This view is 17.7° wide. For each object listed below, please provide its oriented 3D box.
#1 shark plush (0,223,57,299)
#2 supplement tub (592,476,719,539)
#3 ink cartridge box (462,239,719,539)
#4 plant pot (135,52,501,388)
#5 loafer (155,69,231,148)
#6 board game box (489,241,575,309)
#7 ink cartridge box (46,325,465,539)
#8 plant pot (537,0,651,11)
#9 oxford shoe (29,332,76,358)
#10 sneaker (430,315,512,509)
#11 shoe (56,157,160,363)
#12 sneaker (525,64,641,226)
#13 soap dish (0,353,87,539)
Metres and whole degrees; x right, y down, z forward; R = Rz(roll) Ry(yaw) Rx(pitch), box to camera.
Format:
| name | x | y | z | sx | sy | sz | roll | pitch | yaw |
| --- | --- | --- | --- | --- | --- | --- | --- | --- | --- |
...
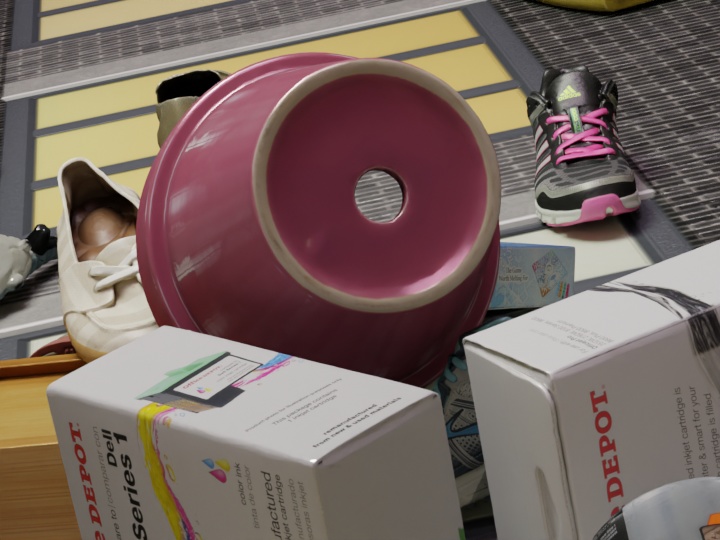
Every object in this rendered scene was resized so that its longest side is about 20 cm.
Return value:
| name | x | y | z | sx | sy | sz | roll | pitch | yaw |
| --- | --- | --- | --- | --- | --- | --- | --- | --- | --- |
| shark plush | -0.290 | -0.002 | 1.672 | 0.083 | 0.091 | 0.200 | -34 | 4 | 44 |
| supplement tub | 0.147 | 0.171 | 0.877 | 0.122 | 0.123 | 0.200 | -10 | 20 | 3 |
| ink cartridge box | 0.160 | 0.074 | 1.100 | 0.199 | 0.145 | 0.084 | -19 | 20 | -24 |
| plant pot | -0.010 | -0.028 | 1.208 | 0.199 | 0.201 | 0.179 | -16 | -6 | -15 |
| loafer | -0.133 | -0.140 | 1.955 | 0.076 | 0.068 | 0.200 | -10 | 20 | 2 |
| board game box | 0.000 | 0.000 | 1.442 | 0.199 | 0.044 | 0.199 | 3 | 2 | 34 |
| ink cartridge box | -0.047 | 0.119 | 1.086 | 0.084 | 0.146 | 0.199 | -26 | 25 | -37 |
| plant pot | 0.247 | -0.349 | 2.164 | 0.199 | 0.201 | 0.176 | -16 | 31 | -15 |
| oxford shoe | -0.107 | 0.047 | 1.431 | 0.199 | 0.071 | 0.075 | -3 | 18 | 19 |
| sneaker | 0.067 | 0.068 | 1.210 | 0.199 | 0.087 | 0.078 | -21 | 12 | 32 |
| shoe | -0.148 | -0.005 | 1.346 | 0.070 | 0.054 | 0.200 | -19 | 30 | -6 |
| sneaker | 0.154 | -0.094 | 1.647 | 0.073 | 0.088 | 0.200 | -9 | 20 | 4 |
| soap dish | -0.165 | 0.103 | 1.288 | 0.199 | 0.082 | 0.157 | -6 | 20 | 16 |
